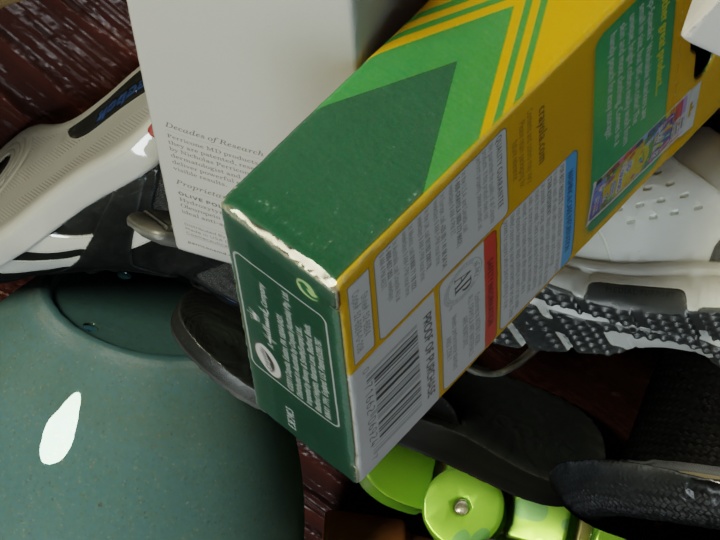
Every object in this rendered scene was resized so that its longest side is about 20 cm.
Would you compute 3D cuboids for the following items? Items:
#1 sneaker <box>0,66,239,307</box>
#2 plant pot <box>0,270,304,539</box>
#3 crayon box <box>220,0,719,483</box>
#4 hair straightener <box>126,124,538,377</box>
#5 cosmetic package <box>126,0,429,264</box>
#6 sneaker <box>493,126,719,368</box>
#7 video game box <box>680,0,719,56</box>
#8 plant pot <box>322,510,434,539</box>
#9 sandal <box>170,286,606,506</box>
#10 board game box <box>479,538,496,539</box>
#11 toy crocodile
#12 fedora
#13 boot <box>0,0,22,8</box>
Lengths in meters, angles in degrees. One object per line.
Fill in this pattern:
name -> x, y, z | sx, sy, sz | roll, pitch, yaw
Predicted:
sneaker -> -0.091, -0.013, 1.061 | 0.112, 0.073, 0.200 | 37, 146, -23
plant pot -> -0.111, 0.074, 1.135 | 0.200, 0.200, 0.135 | 19, 116, 5
crayon box -> 0.044, -0.040, 0.829 | 0.052, 0.200, 0.126 | 36, 157, 23
hair straightener -> 0.000, 0.000, 0.995 | 0.200, 0.077, 0.041 | 13, -172, -30
cosmetic package -> -0.017, -0.090, 0.848 | 0.085, 0.108, 0.200 | 16, 149, 14
sneaker -> 0.097, -0.013, 0.933 | 0.200, 0.080, 0.074 | 8, 159, 19
video game box -> 0.188, -0.101, 0.597 | 0.182, 0.200, 0.047 | 25, 155, -5
plant pot -> 0.046, 0.224, 1.267 | 0.140, 0.200, 0.200 | 3, 150, 0
sandal -> 0.017, 0.039, 1.098 | 0.200, 0.075, 0.048 | 20, 127, -11
board game box -> 0.091, 0.227, 1.052 | 0.200, 0.200, 0.200 | 12, 168, -18
toy crocodile -> 0.091, 0.111, 1.169 | 0.200, 0.062, 0.068 | 13, 169, 10
fedora -> 0.176, 0.070, 0.981 | 0.200, 0.092, 0.201 | 12, 171, 2
boot -> -0.163, -0.105, 0.955 | 0.074, 0.076, 0.200 | 40, 145, -26
